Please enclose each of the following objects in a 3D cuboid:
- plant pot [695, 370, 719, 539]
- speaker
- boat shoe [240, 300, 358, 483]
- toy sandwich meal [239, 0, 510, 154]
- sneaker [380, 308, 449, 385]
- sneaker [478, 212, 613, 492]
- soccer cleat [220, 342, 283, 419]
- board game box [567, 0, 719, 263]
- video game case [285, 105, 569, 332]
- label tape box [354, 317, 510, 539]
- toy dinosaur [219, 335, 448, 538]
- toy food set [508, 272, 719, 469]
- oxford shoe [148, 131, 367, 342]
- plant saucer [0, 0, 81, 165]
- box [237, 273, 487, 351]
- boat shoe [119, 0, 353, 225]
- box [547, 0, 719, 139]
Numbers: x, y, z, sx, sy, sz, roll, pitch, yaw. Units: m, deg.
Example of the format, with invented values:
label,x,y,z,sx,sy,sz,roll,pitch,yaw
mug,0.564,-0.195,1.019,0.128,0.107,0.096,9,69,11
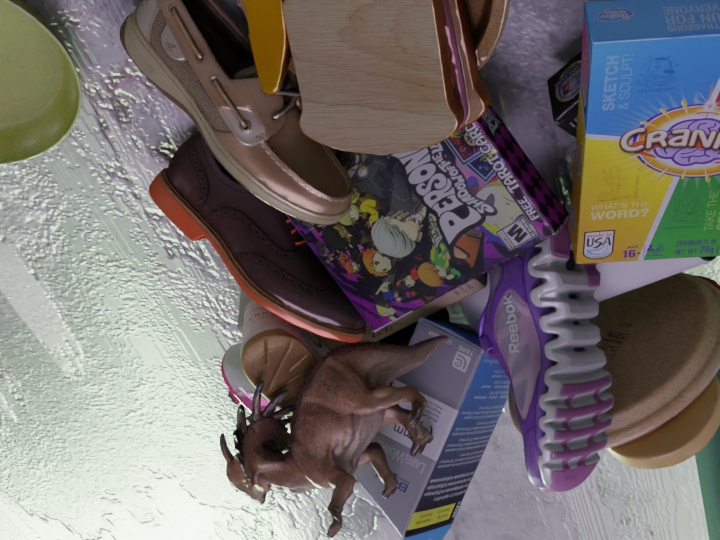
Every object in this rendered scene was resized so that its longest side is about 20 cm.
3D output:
label,x,y,z,sx,sy,sz,roll,pitch,yaw
plant pot,0.380,0.185,1.330,0.198,0.197,0.201,2,145,2
speaker,0.170,-0.013,1.176,0.199,0.082,0.081,-23,136,32
boat shoe,-0.036,0.095,1.228,0.070,0.070,0.201,-23,131,7
toy sandwich meal,-0.001,-0.166,0.941,0.203,0.070,0.206,11,129,14
sneaker,0.022,0.081,1.347,0.199,0.060,0.104,-19,137,38
sneaker,0.129,0.061,1.121,0.088,0.202,0.080,-7,172,40
soccer cleat,-0.028,0.109,1.306,0.086,0.070,0.200,-30,129,33
board game box,0.218,-0.090,1.000,0.152,0.041,0.201,-4,138,2
video game case,0.019,-0.074,1.067,0.181,0.036,0.201,-29,103,38
label tape box,0.055,0.143,1.240,0.066,0.201,0.143,27,-175,20
toy dinosaur,-0.025,0.109,1.148,0.135,0.201,0.086,37,-176,21
toy food set,0.209,0.072,1.199,0.199,0.199,0.049,-8,129,42
oxford shoe,-0.066,-0.025,1.135,0.200,0.071,0.073,40,109,3
plant saucer,-0.295,-0.149,1.083,0.198,0.031,0.201,3,144,2
box,0.000,0.000,1.216,0.095,0.078,0.199,30,137,-32
boat shoe,-0.074,-0.114,1.022,0.200,0.071,0.064,43,124,-5
box,0.251,-0.116,1.036,0.199,0.045,0.160,29,130,-30
